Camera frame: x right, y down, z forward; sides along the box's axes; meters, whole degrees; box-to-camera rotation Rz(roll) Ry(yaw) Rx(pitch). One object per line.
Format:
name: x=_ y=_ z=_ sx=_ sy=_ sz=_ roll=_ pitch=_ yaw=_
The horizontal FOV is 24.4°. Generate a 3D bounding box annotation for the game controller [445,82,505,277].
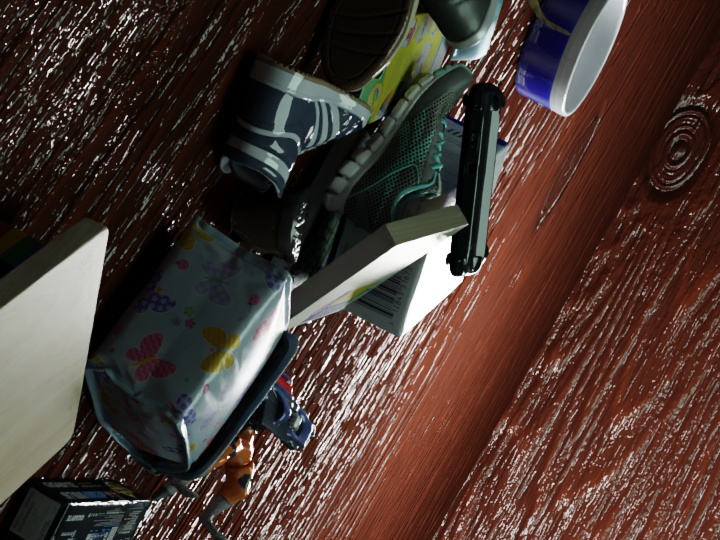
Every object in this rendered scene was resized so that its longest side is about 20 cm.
game controller: x=0.120 y=-0.094 z=1.733 sx=0.104 sy=0.042 sz=0.202 roll=-45 pitch=141 yaw=-78

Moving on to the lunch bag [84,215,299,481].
lunch bag: x=-0.139 y=0.079 z=1.432 sx=0.170 sy=0.127 sz=0.200 roll=-54 pitch=170 yaw=-23

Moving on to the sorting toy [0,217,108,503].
sorting toy: x=-0.263 y=0.077 z=1.101 sx=0.200 sy=0.069 sz=0.200 roll=-46 pitch=157 yaw=-51

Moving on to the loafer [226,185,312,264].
loafer: x=-0.085 y=-0.051 z=1.514 sx=0.200 sy=0.071 sz=0.074 roll=124 pitch=-21 yaw=-86

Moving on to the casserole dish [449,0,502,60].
casserole dish: x=0.139 y=-0.310 z=1.779 sx=0.121 sy=0.039 sz=0.201 roll=104 pitch=3 yaw=-62

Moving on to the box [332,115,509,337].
box: x=0.062 y=-0.057 z=1.839 sx=0.200 sy=0.104 sz=0.185 roll=-37 pitch=149 yaw=-59

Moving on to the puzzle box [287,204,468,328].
puzzle box: x=0.000 y=0.000 z=1.676 sx=0.200 sy=0.026 sz=0.133 roll=-34 pitch=170 yaw=35

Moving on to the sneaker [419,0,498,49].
sneaker: x=0.096 y=-0.325 z=1.643 sx=0.099 sy=0.070 sz=0.201 roll=43 pitch=46 yaw=-42

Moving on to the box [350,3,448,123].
box: x=0.037 y=-0.218 z=1.674 sx=0.118 sy=0.048 sz=0.200 roll=-69 pitch=167 yaw=21

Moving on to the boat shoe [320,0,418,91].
boat shoe: x=0.027 y=-0.257 z=1.522 sx=0.203 sy=0.074 sz=0.075 roll=-65 pitch=171 yaw=5

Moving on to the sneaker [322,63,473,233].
sneaker: x=0.056 y=-0.116 z=1.671 sx=0.200 sy=0.091 sz=0.078 roll=-50 pitch=170 yaw=3

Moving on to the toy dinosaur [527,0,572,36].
toy dinosaur: x=0.180 y=-0.343 z=1.858 sx=0.106 sy=0.060 sz=0.202 roll=141 pitch=-59 yaw=-80

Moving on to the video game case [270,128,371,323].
video game case: x=-0.035 y=-0.048 z=1.767 sx=0.201 sy=0.023 sz=0.182 roll=-62 pitch=165 yaw=-5

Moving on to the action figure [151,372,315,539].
action figure: x=-0.139 y=0.148 z=1.677 sx=0.200 sy=0.104 sz=0.194 roll=55 pitch=53 yaw=-46

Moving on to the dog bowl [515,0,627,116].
dog bowl: x=0.295 y=-0.322 z=2.319 sx=0.201 sy=0.078 sz=0.201 roll=-56 pitch=163 yaw=-26

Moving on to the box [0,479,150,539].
box: x=-0.268 y=0.262 z=1.452 sx=0.160 sy=0.046 sz=0.200 roll=-63 pitch=166 yaw=0

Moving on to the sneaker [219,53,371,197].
sneaker: x=-0.059 y=-0.119 z=1.463 sx=0.109 sy=0.070 sz=0.200 roll=-68 pitch=159 yaw=4
